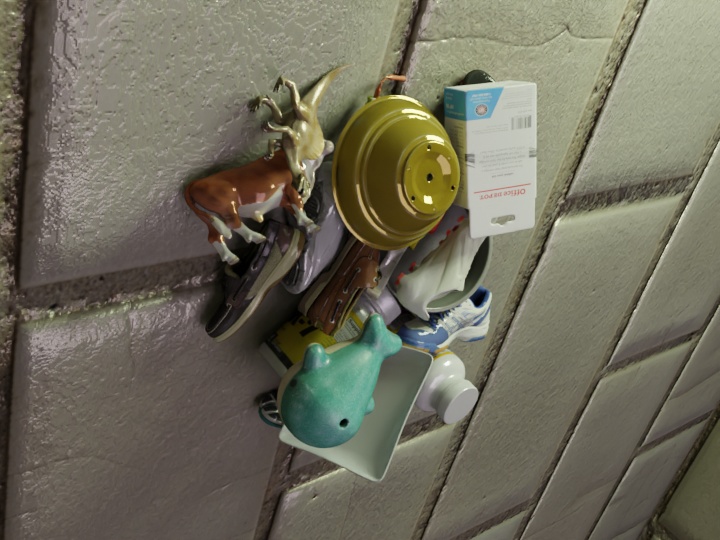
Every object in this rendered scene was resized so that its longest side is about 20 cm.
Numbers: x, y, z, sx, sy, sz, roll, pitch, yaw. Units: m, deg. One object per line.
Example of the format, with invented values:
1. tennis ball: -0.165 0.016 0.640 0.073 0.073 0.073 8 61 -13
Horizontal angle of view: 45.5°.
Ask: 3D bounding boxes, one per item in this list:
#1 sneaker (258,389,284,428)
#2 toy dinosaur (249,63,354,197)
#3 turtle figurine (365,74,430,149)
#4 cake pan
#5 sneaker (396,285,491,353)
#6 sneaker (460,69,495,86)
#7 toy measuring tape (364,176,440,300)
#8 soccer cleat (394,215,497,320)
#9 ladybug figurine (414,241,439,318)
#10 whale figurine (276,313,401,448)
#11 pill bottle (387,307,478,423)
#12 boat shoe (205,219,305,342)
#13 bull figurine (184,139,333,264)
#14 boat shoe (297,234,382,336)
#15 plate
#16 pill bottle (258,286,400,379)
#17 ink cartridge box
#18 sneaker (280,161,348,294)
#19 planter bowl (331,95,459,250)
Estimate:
1. sneaker: -0.093 0.246 1.397 0.080 0.078 0.199 -46 144 19
2. toy dinosaur: -0.076 -0.182 1.028 0.101 0.058 0.203 32 61 -36
3. turtle figurine: 0.052 -0.161 1.178 0.162 0.064 0.200 -50 143 4
4. cake pan: 0.105 -0.040 1.285 0.197 0.037 0.204 -2 95 -23
5. sneaker: 0.132 0.070 1.354 0.198 0.075 0.089 -12 121 -44
6. sneaker: 0.168 -0.194 1.266 0.073 0.087 0.203 -20 113 -18
7. toy measuring tape: 0.065 -0.053 1.205 0.201 0.073 0.074 -58 145 -10
8. soccer cleat: 0.136 -0.013 1.238 0.200 0.078 0.069 -43 172 -9
9. ladybug figurine: 0.126 0.015 1.403 0.135 0.072 0.201 -36 141 -14
10. whale figurine: -0.019 0.156 1.175 0.200 0.104 0.159 -43 126 -5
11. pill bottle: 0.100 0.157 1.398 0.103 0.200 0.105 -26 139 -25
12. boat shoe: -0.152 0.010 1.133 0.064 0.073 0.200 33 111 -21
13. bull figurine: -0.112 -0.094 1.048 0.198 0.123 0.065 -23 165 -19
14. boat shoe: 0.000 0.000 1.183 0.201 0.068 0.072 -53 166 10
15. plate: -0.004 0.197 1.285 0.032 0.198 0.202 45 65 -50
16. pill bottle: -0.043 0.092 1.270 0.200 0.114 0.115 -41 143 -10
17. ink cartridge box: 0.181 -0.156 1.195 0.114 0.067 0.203 -10 109 -22
18. sneaker: -0.052 -0.066 1.165 0.099 0.078 0.202 -20 143 -43
19. planter bowl: 0.067 -0.121 1.098 0.198 0.083 0.204 -7 102 -34
